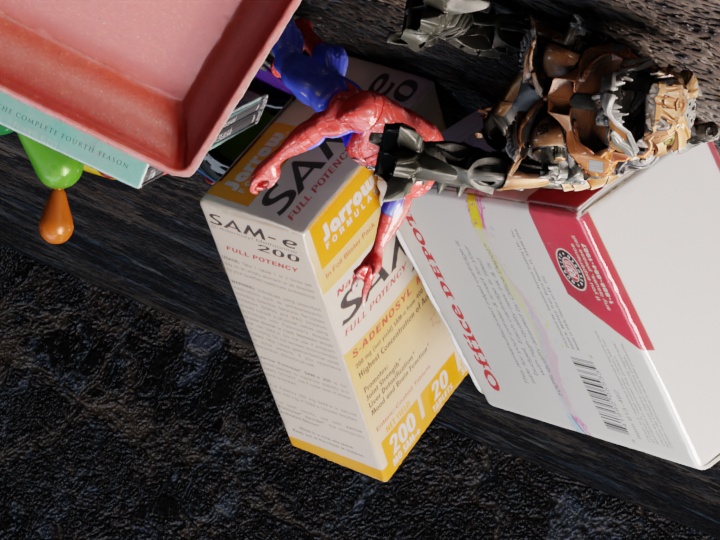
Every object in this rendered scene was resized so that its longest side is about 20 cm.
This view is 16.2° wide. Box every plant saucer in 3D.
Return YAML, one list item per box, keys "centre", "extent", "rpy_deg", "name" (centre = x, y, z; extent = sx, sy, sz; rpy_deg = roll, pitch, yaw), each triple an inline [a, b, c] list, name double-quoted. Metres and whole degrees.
- centre: [-0.122, -0.146, 1.053]
  extent: [0.199, 0.037, 0.200]
  rpy_deg: [27, 140, -9]
  name: "plant saucer"

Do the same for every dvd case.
- centre: [-0.138, -0.094, 1.244]
  extent: [0.146, 0.022, 0.200]
  rpy_deg: [25, -165, 8]
  name: "dvd case"

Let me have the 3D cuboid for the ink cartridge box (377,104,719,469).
- centre: [0.111, 0.001, 1.246]
  extent: [0.200, 0.083, 0.146]
  rpy_deg: [14, 136, 62]
  name: "ink cartridge box"

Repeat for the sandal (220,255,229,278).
- centre: [-0.011, 0.002, 1.561]
  extent: [0.211, 0.078, 0.070]
  rpy_deg: [-14, 160, -40]
  name: "sandal"

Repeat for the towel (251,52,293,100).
- centre: [-0.069, -0.119, 1.483]
  extent: [0.143, 0.023, 0.200]
  rpy_deg: [21, 172, 38]
  name: "towel"

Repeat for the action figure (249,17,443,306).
- centre: [-0.024, -0.060, 1.235]
  extent: [0.065, 0.099, 0.200]
  rpy_deg: [27, -172, -33]
  name: "action figure"

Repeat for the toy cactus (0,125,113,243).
- centre: [-0.205, -0.084, 1.331]
  extent: [0.199, 0.103, 0.165]
  rpy_deg: [19, 178, 13]
  name: "toy cactus"

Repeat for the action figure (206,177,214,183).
- centre: [-0.065, -0.039, 1.637]
  extent: [0.065, 0.099, 0.200]
  rpy_deg: [22, -173, 29]
  name: "action figure"

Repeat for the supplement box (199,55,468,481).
- centre: [0.000, 0.000, 1.383]
  extent: [0.073, 0.126, 0.200]
  rpy_deg: [19, 145, 32]
  name: "supplement box"

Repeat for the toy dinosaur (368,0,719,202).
- centre: [0.078, -0.064, 1.099]
  extent: [0.135, 0.103, 0.200]
  rpy_deg: [10, 157, -11]
  name: "toy dinosaur"

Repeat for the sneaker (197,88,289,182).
- centre: [-0.031, -0.051, 1.462]
  extent: [0.199, 0.071, 0.083]
  rpy_deg: [31, 178, -20]
  name: "sneaker"
